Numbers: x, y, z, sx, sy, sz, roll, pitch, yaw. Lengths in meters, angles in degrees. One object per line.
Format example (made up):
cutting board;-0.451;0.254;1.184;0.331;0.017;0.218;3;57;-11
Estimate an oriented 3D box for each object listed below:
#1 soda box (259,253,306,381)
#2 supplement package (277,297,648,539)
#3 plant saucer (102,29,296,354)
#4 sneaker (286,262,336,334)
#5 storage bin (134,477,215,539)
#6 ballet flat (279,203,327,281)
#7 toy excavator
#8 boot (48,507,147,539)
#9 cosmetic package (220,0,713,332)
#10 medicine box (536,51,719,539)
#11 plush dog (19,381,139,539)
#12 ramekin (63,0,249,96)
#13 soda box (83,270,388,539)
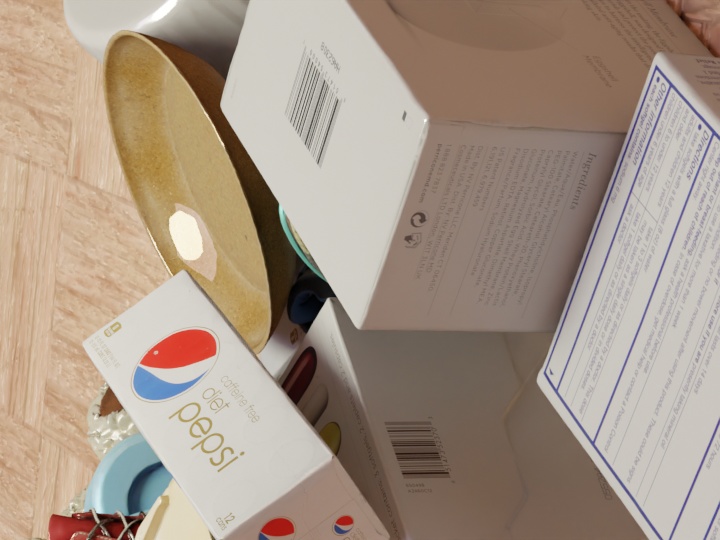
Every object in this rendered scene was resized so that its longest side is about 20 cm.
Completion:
soda box;-0.036;-0.032;1.750;0.068;0.064;0.200;-49;46;50
supplement package;0.055;0.126;1.463;0.111;0.155;0.200;-59;39;43
plant saucer;-0.086;-0.049;1.648;0.200;0.035;0.200;52;156;35
sneaker;0.000;0.000;1.655;0.077;0.085;0.200;-49;46;50
storage bin;0.000;0.199;1.516;0.094;0.199;0.199;-58;40;41
ballet flat;0.034;-0.003;1.510;0.072;0.200;0.072;-15;58;25
toy excavator;-0.111;0.116;1.785;0.100;0.194;0.200;130;120;-75
boot;-0.095;0.145;1.641;0.200;0.144;0.073;-57;16;33
cosmetic package;0.065;-0.072;1.411;0.199;0.199;0.123;58;139;48
medicine box;0.186;0.031;1.278;0.200;0.103;0.183;55;135;48
plush dog;-0.147;0.179;1.906;0.200;0.160;0.172;-61;11;-9
ramekin;-0.088;-0.188;1.735;0.200;0.098;0.201;-31;41;32
soda box;-0.064;0.082;1.422;0.064;0.068;0.200;57;174;-37
